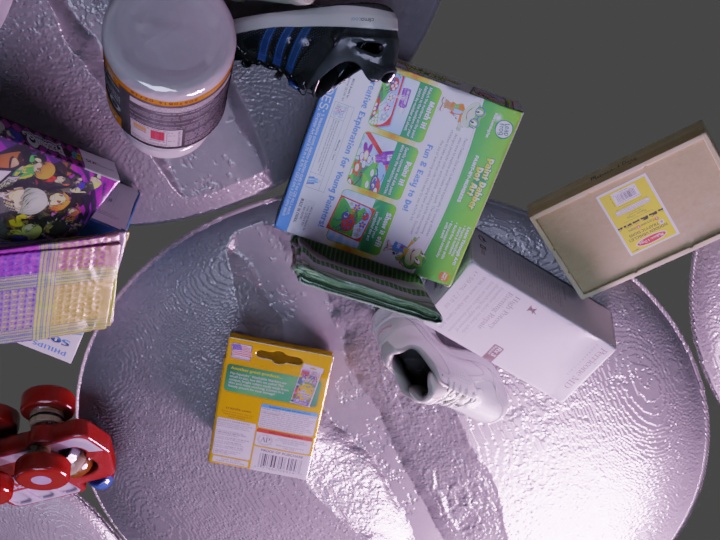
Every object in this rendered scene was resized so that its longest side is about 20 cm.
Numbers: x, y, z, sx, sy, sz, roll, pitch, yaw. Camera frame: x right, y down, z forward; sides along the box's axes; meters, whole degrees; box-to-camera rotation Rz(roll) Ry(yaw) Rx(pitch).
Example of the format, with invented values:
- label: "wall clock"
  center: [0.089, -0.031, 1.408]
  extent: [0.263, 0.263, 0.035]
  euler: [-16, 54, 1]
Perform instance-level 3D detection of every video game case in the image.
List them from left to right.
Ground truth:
- label: "video game case"
  center: [-0.360, -0.054, 1.115]
  extent: [0.181, 0.036, 0.200]
  euler: [21, 120, -45]

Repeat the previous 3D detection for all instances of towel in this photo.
- label: "towel"
  center: [-0.334, 0.020, 1.168]
  extent: [0.198, 0.023, 0.144]
  euler: [-8, 140, -27]
- label: "towel"
  center: [0.000, 0.000, 1.182]
  extent: [0.151, 0.200, 0.024]
  euler: [18, 101, -8]

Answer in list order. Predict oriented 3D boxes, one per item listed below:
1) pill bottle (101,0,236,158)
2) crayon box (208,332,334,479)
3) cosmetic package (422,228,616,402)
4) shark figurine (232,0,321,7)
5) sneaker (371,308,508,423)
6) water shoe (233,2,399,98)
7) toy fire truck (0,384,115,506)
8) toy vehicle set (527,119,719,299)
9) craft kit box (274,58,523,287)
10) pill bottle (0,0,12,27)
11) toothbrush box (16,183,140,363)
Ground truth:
- label: "pill bottle"
  center: [-0.176, -0.178, 1.065]
  extent: [0.115, 0.117, 0.200]
  euler: [16, 164, -7]
- label: "crayon box"
  center: [-0.105, 0.151, 1.379]
  extent: [0.125, 0.052, 0.201]
  euler: [11, 126, -3]
- label: "cosmetic package"
  center: [0.173, 0.051, 1.275]
  extent: [0.199, 0.074, 0.102]
  euler: [30, 123, -14]
- label: "shark figurine"
  center: [-0.113, -0.289, 1.074]
  extent: [0.213, 0.128, 0.090]
  euler: [9, 101, 19]
- label: "sneaker"
  center: [0.088, 0.127, 1.317]
  extent: [0.199, 0.100, 0.078]
  euler: [35, 121, -19]
- label: "water shoe"
  center: [-0.059, -0.199, 1.083]
  extent: [0.198, 0.071, 0.080]
  euler: [-2, 93, 29]
- label: "toy fire truck"
  center: [-0.392, 0.235, 1.440]
  extent: [0.198, 0.113, 0.168]
  euler: [-16, 146, 16]
- label: "toy vehicle set"
  center: [0.291, -0.059, 1.215]
  extent: [0.199, 0.027, 0.125]
  euler: [-26, 119, 21]
- label: "craft kit box"
  center: [0.036, -0.106, 1.169]
  extent: [0.196, 0.049, 0.201]
  euler: [20, 112, -6]
- label: "pill bottle"
  center: [-0.419, -0.290, 1.060]
  extent: [0.198, 0.111, 0.111]
  euler: [19, 124, -9]
- label: "toothbrush box"
  center: [-0.343, -0.017, 1.260]
  extent: [0.145, 0.086, 0.201]
  euler: [22, 123, -11]
